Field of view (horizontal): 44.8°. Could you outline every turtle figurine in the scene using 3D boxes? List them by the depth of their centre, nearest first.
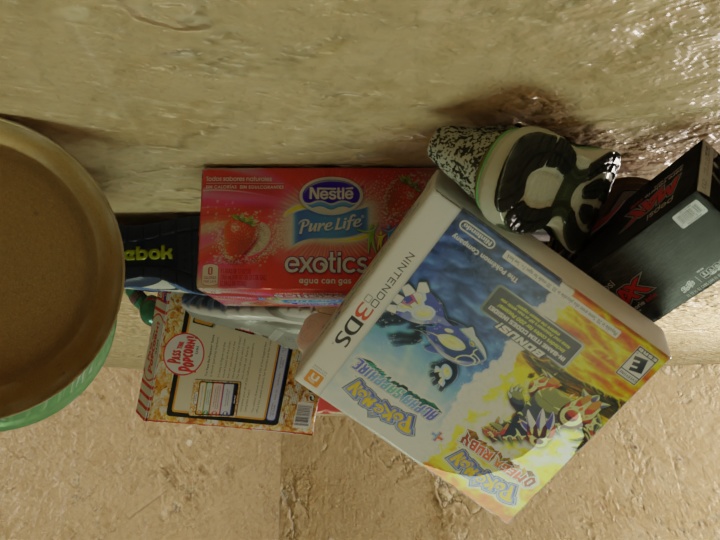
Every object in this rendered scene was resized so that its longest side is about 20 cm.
[{"bbox_3d":[-0.218,0.034,1.045,0.148,0.102,0.200,-3,175,19],"label":"turtle figurine"}]

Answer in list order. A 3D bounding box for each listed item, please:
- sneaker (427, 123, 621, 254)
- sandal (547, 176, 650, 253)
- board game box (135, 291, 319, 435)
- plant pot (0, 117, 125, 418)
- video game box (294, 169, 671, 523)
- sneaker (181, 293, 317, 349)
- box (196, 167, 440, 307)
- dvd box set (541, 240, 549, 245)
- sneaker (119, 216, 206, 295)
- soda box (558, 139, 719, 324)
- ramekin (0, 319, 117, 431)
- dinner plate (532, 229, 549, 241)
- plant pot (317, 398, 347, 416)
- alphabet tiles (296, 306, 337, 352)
[{"bbox_3d":[0.112,-0.068,0.591,0.088,0.078,0.199,32,-169,31],"label":"sneaker"},{"bbox_3d":[0.195,-0.013,0.751,0.080,0.055,0.201,4,142,-2],"label":"sandal"},{"bbox_3d":[-0.134,0.096,0.964,0.198,0.154,0.046,11,-179,-28],"label":"board game box"},{"bbox_3d":[-0.258,-0.001,0.575,0.197,0.203,0.027,5,-173,-23],"label":"plant pot"},{"bbox_3d":[0.081,0.060,0.619,0.199,0.183,0.047,34,-153,-5],"label":"video game box"},{"bbox_3d":[-0.090,0.048,0.864,0.197,0.075,0.083,8,133,26],"label":"sneaker"},{"bbox_3d":[-0.022,-0.023,0.696,0.197,0.096,0.103,0,170,4],"label":"box"},{"bbox_3d":[0.167,0.060,0.854,0.144,0.030,0.202,1,128,-6],"label":"dvd box set"},{"bbox_3d":[-0.180,-0.013,0.847,0.197,0.075,0.082,4,176,7],"label":"sneaker"},{"bbox_3d":[0.192,0.000,0.635,0.063,0.071,0.200,38,133,-8],"label":"soda box"},{"bbox_3d":[-0.279,0.016,0.666,0.197,0.203,0.098,5,162,-24],"label":"ramekin"},{"bbox_3d":[0.167,-0.034,0.834,0.197,0.025,0.200,0,169,0],"label":"dinner plate"},{"bbox_3d":[-0.045,0.094,1.114,0.197,0.180,0.201,1,170,0],"label":"plant pot"},{"bbox_3d":[0.051,0.037,0.741,0.193,0.202,0.015,12,148,19],"label":"alphabet tiles"}]
